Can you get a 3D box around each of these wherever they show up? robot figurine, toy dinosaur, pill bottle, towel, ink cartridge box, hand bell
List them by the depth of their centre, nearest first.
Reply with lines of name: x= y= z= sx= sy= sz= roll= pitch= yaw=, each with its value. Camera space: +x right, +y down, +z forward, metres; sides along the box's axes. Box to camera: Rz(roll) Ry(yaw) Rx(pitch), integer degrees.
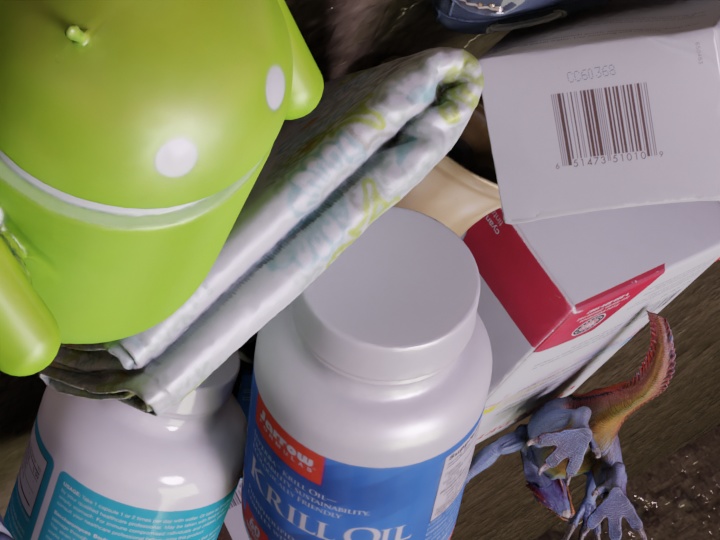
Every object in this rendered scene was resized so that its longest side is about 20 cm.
robot figurine: x=-0.092 y=-0.049 z=0.722 sx=0.175 sy=0.116 sz=0.200 roll=-43 pitch=173 yaw=-32
towel: x=-0.048 y=-0.017 z=0.889 sx=0.200 sy=0.048 sz=0.171 roll=-44 pitch=-165 yaw=-16
pill bottle: x=0.002 y=0.063 z=0.980 sx=0.112 sy=0.112 sz=0.200 roll=-28 pitch=149 yaw=-25
hand bell: x=0.000 y=0.000 z=1.042 sx=0.104 sy=0.104 sz=0.200 roll=-12 pitch=143 yaw=-56
pill bottle: x=-0.124 y=0.116 z=1.076 sx=0.111 sy=0.111 sz=0.200 roll=-18 pitch=140 yaw=-47
ink cartridge box: x=0.085 y=-0.005 z=1.192 sx=0.145 sy=0.145 sz=0.200 roll=-23 pitch=162 yaw=-37
toy dinosaur: x=0.136 y=0.111 z=1.240 sx=0.200 sy=0.105 sz=0.181 roll=-48 pitch=-174 yaw=9

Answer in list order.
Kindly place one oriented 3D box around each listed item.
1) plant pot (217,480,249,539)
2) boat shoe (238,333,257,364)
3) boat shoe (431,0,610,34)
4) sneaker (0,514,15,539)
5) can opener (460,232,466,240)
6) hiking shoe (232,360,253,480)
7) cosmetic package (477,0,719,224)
plant pot: x=-0.077 y=0.175 z=1.305 sx=0.187 sy=0.187 sz=0.200 roll=-29 pitch=168 yaw=-21
boat shoe: x=-0.056 y=0.002 z=1.079 sx=0.074 sy=0.063 sz=0.201 roll=-32 pitch=164 yaw=-1
boat shoe: x=0.122 y=-0.158 z=0.933 sx=0.200 sy=0.075 sz=0.062 roll=-28 pitch=162 yaw=-20
sneaker: x=-0.219 y=0.139 z=1.059 sx=0.070 sy=0.109 sz=0.200 roll=-30 pitch=165 yaw=-16
can opener: x=-0.009 y=0.038 z=1.123 sx=0.200 sy=0.053 sz=0.066 roll=-61 pitch=-164 yaw=24
hiking shoe: x=-0.100 y=0.090 z=1.183 sx=0.200 sy=0.087 sz=0.074 roll=-31 pitch=149 yaw=-26
cosmetic package: x=0.134 y=-0.090 z=0.977 sx=0.113 sy=0.081 sz=0.200 roll=-6 pitch=-166 yaw=20
